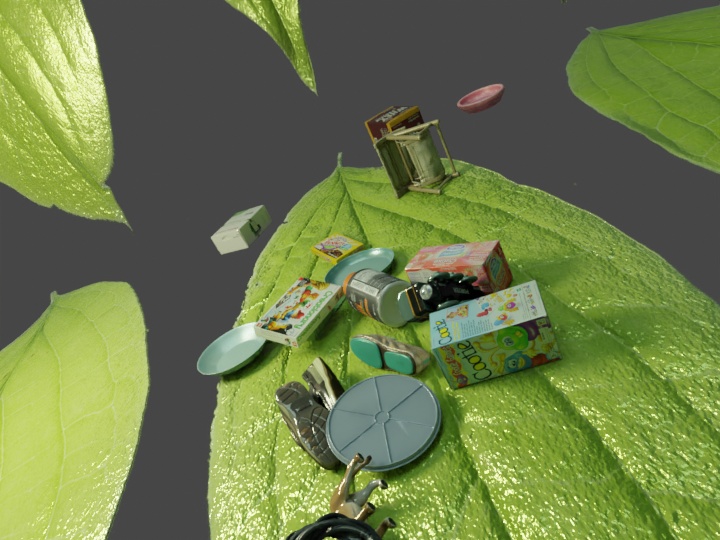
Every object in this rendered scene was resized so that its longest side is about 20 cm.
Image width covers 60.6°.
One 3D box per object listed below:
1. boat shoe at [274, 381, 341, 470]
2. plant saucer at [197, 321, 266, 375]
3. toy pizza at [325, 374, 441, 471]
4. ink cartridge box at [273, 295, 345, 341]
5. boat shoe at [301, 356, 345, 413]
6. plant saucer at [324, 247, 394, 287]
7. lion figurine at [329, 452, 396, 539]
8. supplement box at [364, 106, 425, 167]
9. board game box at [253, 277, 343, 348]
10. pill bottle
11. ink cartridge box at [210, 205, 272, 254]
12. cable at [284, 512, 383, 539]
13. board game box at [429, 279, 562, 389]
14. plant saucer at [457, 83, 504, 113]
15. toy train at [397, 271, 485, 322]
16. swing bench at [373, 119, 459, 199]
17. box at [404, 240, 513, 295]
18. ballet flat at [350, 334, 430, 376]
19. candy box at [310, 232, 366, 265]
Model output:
[{"bbox_3d":[-0.088,0.285,1.112,0.074,0.074,0.200,-21,42,-21],"label":"boat shoe"},{"bbox_3d":[-0.309,0.204,1.535,0.200,0.039,0.201,-21,25,10],"label":"plant saucer"},{"bbox_3d":[0.039,0.259,1.047,0.199,0.032,0.201,-11,37,8],"label":"toy pizza"},{"bbox_3d":[-0.133,0.090,1.540,0.145,0.048,0.200,5,38,24],"label":"ink cartridge box"},{"bbox_3d":[-0.067,0.241,1.191,0.065,0.073,0.200,-41,24,1],"label":"boat shoe"},{"bbox_3d":[0.000,0.000,1.640,0.199,0.028,0.200,-19,22,8],"label":"plant saucer"},{"bbox_3d":[-0.014,0.361,0.888,0.123,0.072,0.200,-51,9,12],"label":"lion figurine"},{"bbox_3d":[0.147,-0.488,2.278,0.132,0.198,0.200,-33,25,-15],"label":"supplement box"},{"bbox_3d":[-0.144,0.095,1.459,0.126,0.035,0.200,11,41,29],"label":"board game box"},{"bbox_3d":[0.035,0.055,1.408,0.106,0.107,0.200,-35,25,-19],"label":"pill bottle"},{"bbox_3d":[-0.451,-0.155,2.347,0.145,0.085,0.200,-11,28,31],"label":"ink cartridge box"},{"bbox_3d":[-0.022,0.400,0.762,0.199,0.051,0.164,29,77,29],"label":"cable"},{"bbox_3d":[0.233,0.114,1.084,0.199,0.103,0.105,-19,30,16],"label":"board game box"},{"bbox_3d":[0.500,-0.702,2.538,0.200,0.051,0.201,-21,24,10],"label":"plant saucer"},{"bbox_3d":[0.163,0.058,1.205,0.114,0.086,0.199,-31,-23,34],"label":"toy train"},{"bbox_3d":[0.178,-0.352,1.972,0.199,0.200,0.130,1,35,45],"label":"swing bench"},{"bbox_3d":[0.211,0.006,1.334,0.199,0.103,0.095,-5,32,42],"label":"box"},{"bbox_3d":[0.062,0.165,1.229,0.067,0.068,0.200,-19,21,-36],"label":"ballet flat"},{"bbox_3d":[-0.070,-0.066,1.856,0.102,0.027,0.200,-31,24,-17],"label":"candy box"}]
